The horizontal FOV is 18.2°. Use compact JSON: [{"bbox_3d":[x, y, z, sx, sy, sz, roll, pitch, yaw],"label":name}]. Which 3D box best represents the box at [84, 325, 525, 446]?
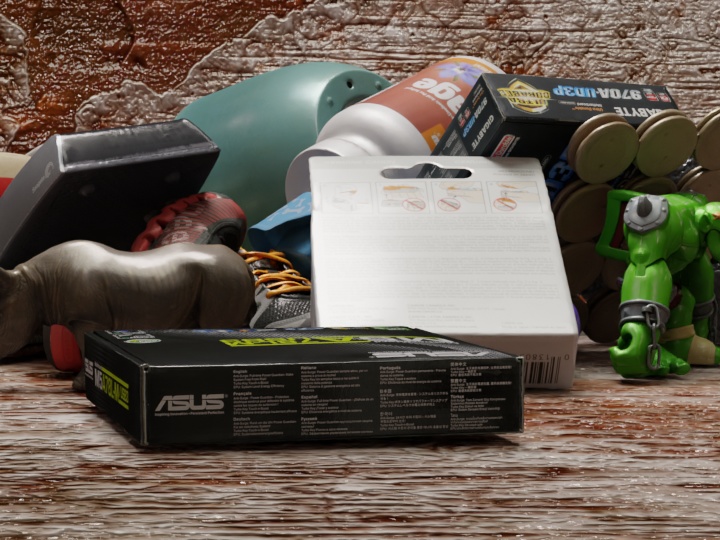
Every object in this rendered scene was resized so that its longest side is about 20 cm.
[{"bbox_3d":[-0.036,0.058,1.199,0.200,0.048,0.193,0,1,-14],"label":"box"}]

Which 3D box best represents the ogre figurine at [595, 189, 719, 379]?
[{"bbox_3d":[0.206,0.006,1.517,0.098,0.120,0.200,4,5,40],"label":"ogre figurine"}]

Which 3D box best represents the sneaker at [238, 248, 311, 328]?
[{"bbox_3d":[-0.067,0.022,1.541,0.078,0.077,0.200,1,4,-34],"label":"sneaker"}]

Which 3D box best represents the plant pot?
[{"bbox_3d":[-0.040,-0.080,1.854,0.200,0.201,0.161,-2,-16,-43],"label":"plant pot"}]

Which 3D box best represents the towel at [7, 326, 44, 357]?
[{"bbox_3d":[-0.296,0.045,1.560,0.200,0.022,0.147,5,5,32],"label":"towel"}]

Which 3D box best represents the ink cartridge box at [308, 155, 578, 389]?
[{"bbox_3d":[0.047,-0.002,1.440,0.160,0.047,0.200,0,35,-4],"label":"ink cartridge box"}]

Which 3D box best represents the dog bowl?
[{"bbox_3d":[0.000,0.000,1.548,0.050,0.112,0.200,-46,27,-15],"label":"dog bowl"}]

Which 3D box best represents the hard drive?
[{"bbox_3d":[-0.189,-0.036,1.539,0.135,0.042,0.200,-10,-24,-33],"label":"hard drive"}]

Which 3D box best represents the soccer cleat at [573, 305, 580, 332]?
[{"bbox_3d":[0.102,0.030,1.543,0.073,0.068,0.200,-5,2,-28],"label":"soccer cleat"}]

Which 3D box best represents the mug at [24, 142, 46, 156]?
[{"bbox_3d":[-0.187,-0.005,1.756,0.149,0.187,0.153,-31,-11,8],"label":"mug"}]

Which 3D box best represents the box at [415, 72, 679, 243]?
[{"bbox_3d":[0.117,-0.054,1.603,0.159,0.046,0.200,2,-40,-31],"label":"box"}]

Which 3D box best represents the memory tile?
[{"bbox_3d":[0.194,-0.029,1.592,0.153,0.200,0.017,-9,41,-27],"label":"memory tile"}]

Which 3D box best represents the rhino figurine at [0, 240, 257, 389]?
[{"bbox_3d":[-0.155,0.026,1.351,0.200,0.088,0.060,1,3,-9],"label":"rhino figurine"}]

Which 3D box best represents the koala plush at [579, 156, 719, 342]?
[{"bbox_3d":[0.248,-0.029,1.772,0.183,0.178,0.200,-9,7,3],"label":"koala plush"}]

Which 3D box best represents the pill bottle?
[{"bbox_3d":[0.036,-0.086,1.730,0.112,0.112,0.200,4,23,39],"label":"pill bottle"}]

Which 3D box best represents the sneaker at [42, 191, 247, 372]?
[{"bbox_3d":[-0.117,0.012,1.465,0.098,0.071,0.200,13,32,25],"label":"sneaker"}]

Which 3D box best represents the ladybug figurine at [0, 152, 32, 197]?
[{"bbox_3d":[-0.291,-0.022,1.617,0.200,0.072,0.136,-12,-34,-26],"label":"ladybug figurine"}]
